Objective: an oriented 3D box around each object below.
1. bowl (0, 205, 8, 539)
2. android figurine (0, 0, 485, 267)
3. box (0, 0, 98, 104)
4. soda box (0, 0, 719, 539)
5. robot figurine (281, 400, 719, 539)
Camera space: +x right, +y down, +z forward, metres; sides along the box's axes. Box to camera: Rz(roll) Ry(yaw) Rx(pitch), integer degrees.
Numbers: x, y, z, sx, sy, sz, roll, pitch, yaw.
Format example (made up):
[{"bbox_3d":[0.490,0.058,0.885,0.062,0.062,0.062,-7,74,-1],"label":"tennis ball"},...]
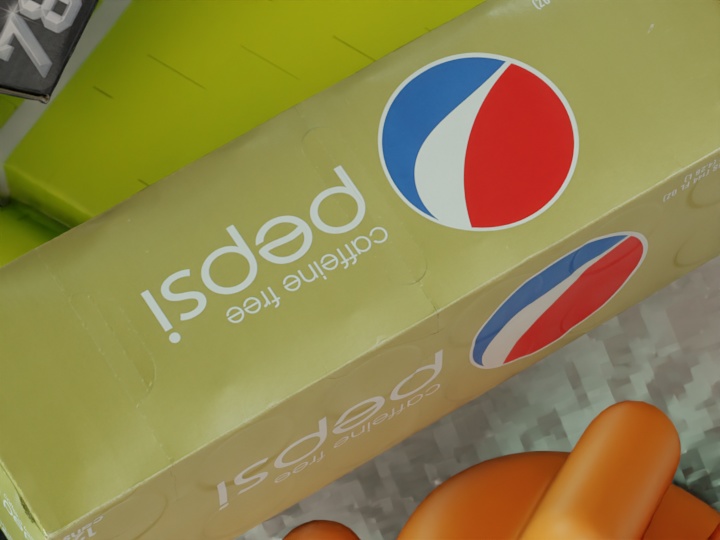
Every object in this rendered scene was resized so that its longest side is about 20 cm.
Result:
[{"bbox_3d":[-0.107,0.004,0.793,0.200,0.039,0.201,-2,63,3],"label":"bowl"},{"bbox_3d":[-0.036,-0.053,0.772,0.200,0.041,0.182,29,69,14],"label":"android figurine"},{"bbox_3d":[-0.072,-0.177,0.706,0.050,0.199,0.200,12,127,-26],"label":"box"},{"bbox_3d":[0.000,0.000,0.690,0.200,0.068,0.064,-30,69,-14],"label":"soda box"},{"bbox_3d":[0.042,0.127,0.737,0.200,0.144,0.117,-62,33,37],"label":"robot figurine"}]
